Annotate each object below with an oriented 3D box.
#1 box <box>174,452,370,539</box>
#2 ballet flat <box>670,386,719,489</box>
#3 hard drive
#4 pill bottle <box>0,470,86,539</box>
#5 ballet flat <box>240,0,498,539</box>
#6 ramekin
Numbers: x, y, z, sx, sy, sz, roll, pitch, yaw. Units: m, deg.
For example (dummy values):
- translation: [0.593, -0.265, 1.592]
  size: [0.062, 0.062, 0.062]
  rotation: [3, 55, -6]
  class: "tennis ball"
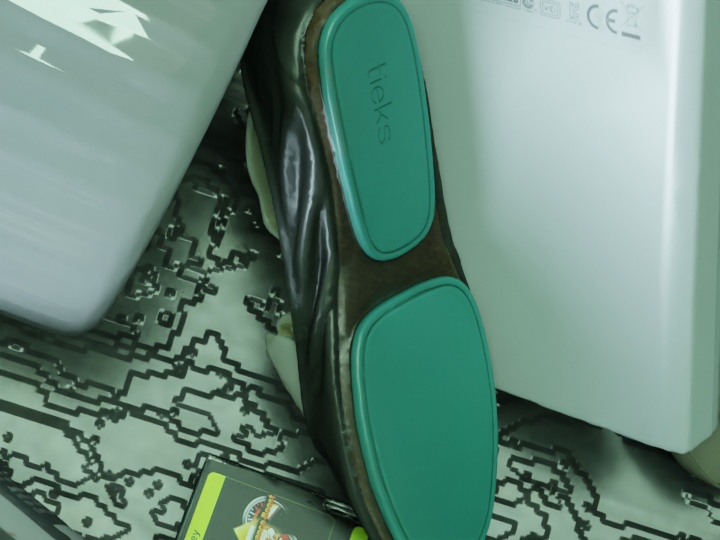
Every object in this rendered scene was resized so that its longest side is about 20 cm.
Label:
- translation: [0.003, 0.187, 0.863]
  size: [0.192, 0.048, 0.201]
  rotation: [19, 80, 1]
  class: "box"
- translation: [0.143, -0.025, 0.880]
  size: [0.069, 0.069, 0.202]
  rotation: [6, 83, -4]
  class: "ballet flat"
- translation: [0.057, -0.052, 0.827]
  size: [0.131, 0.201, 0.026]
  rotation: [19, 34, 35]
  class: "hard drive"
- translation: [-0.168, 0.092, 0.814]
  size: [0.200, 0.116, 0.117]
  rotation: [36, 79, 18]
  class: "pill bottle"
- translation: [0.000, 0.000, 0.846]
  size: [0.068, 0.068, 0.202]
  rotation: [-18, 106, -37]
  class: "ballet flat"
- translation: [-0.092, -0.078, 0.826]
  size: [0.097, 0.200, 0.202]
  rotation: [25, 79, -9]
  class: "ramekin"
